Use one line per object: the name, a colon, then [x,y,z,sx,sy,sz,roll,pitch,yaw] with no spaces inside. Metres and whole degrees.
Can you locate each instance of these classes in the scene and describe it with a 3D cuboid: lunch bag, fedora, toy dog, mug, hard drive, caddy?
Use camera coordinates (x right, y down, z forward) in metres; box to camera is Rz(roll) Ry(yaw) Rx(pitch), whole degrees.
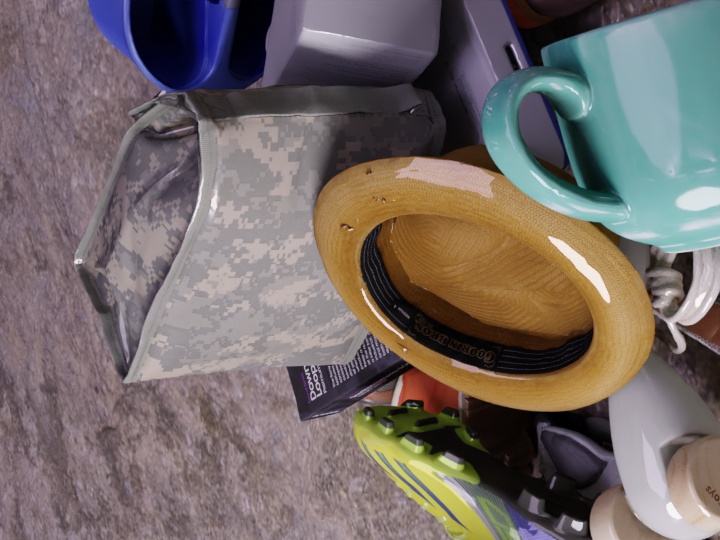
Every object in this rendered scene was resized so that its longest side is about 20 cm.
lunch bag: [-0.058,-0.038,1.050,0.118,0.164,0.200,63,141,33]
fedora: [0.074,-0.010,0.980,0.200,0.082,0.201,21,144,16]
toy dog: [0.181,0.068,1.003,0.132,0.096,0.200,0,87,57]
mug: [0.161,-0.070,0.881,0.185,0.152,0.115,-15,94,12]
hard drive: [0.062,-0.090,1.090,0.200,0.025,0.132,129,121,-70]
caddy: [-0.108,-0.219,1.236,0.105,0.141,0.200,35,130,49]

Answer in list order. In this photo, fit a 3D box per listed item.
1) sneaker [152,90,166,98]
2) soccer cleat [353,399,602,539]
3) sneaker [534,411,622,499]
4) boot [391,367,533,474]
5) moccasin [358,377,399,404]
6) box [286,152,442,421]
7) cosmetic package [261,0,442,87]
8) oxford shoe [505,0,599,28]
sneaker: [-0.114,-0.050,1.382,0.090,0.070,0.200,21,120,32]
soccer cleat: [0.066,0.141,1.073,0.200,0.065,0.084,27,118,37]
sneaker: [0.120,0.147,1.120,0.200,0.075,0.116,-30,73,44]
boot: [0.067,0.059,1.155,0.107,0.075,0.200,49,139,40]
moccasin: [-0.034,0.024,1.282,0.201,0.074,0.078,33,113,49]
box: [0.000,0.000,1.151,0.200,0.036,0.143,-34,67,52]
cosmetic package: [-0.006,-0.160,1.081,0.200,0.081,0.113,141,138,-78]
oxford shoe: [0.096,-0.241,1.013,0.072,0.071,0.200,-9,104,46]
